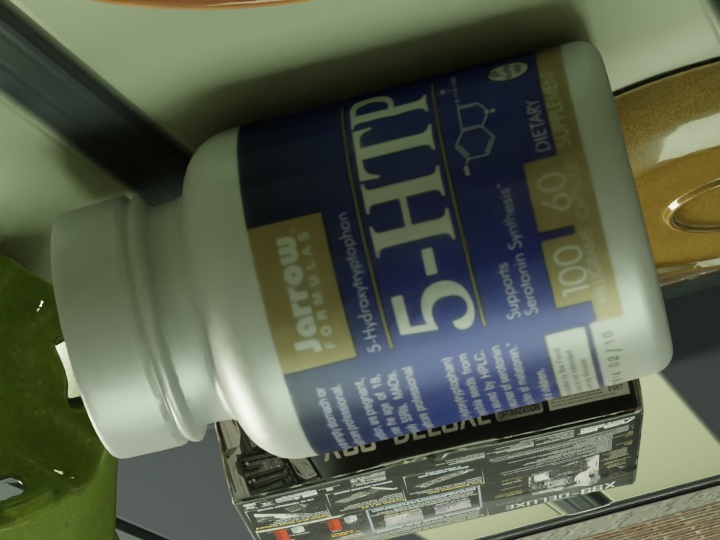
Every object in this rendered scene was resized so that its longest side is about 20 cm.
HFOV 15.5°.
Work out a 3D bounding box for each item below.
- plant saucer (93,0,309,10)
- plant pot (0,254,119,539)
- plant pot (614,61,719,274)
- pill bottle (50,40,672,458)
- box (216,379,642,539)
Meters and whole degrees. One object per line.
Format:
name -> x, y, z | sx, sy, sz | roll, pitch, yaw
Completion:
plant saucer -> -0.011, -0.125, 0.683 | 0.199, 0.032, 0.200 | -11, 161, -4
plant pot -> -0.169, 0.090, 1.029 | 0.199, 0.201, 0.190 | -5, 148, -20
plant pot -> 0.151, -0.038, 1.062 | 0.199, 0.028, 0.200 | -11, 161, -4
pill bottle -> 0.000, 0.000, 0.924 | 0.199, 0.120, 0.120 | -14, 162, 5
box -> 0.038, 0.088, 1.303 | 0.199, 0.050, 0.158 | -13, 163, 1
